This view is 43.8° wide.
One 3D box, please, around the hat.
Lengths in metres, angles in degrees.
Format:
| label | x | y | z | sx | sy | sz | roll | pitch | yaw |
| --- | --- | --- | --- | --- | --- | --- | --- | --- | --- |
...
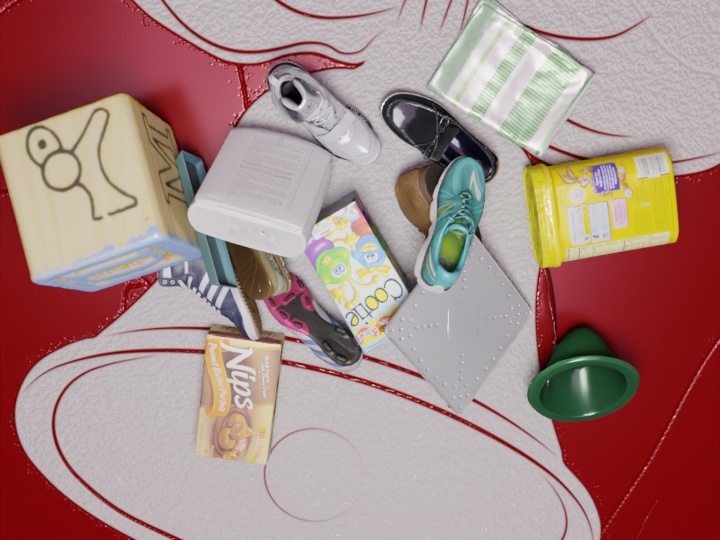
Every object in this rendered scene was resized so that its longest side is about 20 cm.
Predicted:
| label | x | y | z | sx | sy | sz | roll | pitch | yaw |
| --- | --- | --- | --- | --- | --- | --- | --- | --- | --- |
| hat | 0.332 | 0.107 | 1.383 | 0.164 | 0.177 | 0.201 | 4 | 139 | -6 |

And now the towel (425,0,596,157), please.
| label | x | y | z | sx | sy | sz | roll | pitch | yaw |
| --- | --- | --- | --- | --- | --- | --- | --- | --- | --- |
| towel | 0.218 | -0.275 | 1.288 | 0.199 | 0.023 | 0.153 | 31 | 103 | -7 |

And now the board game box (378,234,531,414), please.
| label | x | y | z | sx | sy | sz | roll | pitch | yaw |
| --- | --- | --- | --- | --- | --- | --- | --- | --- | --- |
| board game box | 0.141 | 0.072 | 1.298 | 0.200 | 0.026 | 0.200 | -52 | 121 | -18 |

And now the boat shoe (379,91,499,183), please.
| label | x | y | z | sx | sy | sz | roll | pitch | yaw |
| --- | --- | --- | --- | --- | --- | --- | --- | --- | --- |
| boat shoe | 0.116 | -0.190 | 1.290 | 0.199 | 0.062 | 0.075 | 35 | 103 | -6 |

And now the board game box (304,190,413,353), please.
| label | x | y | z | sx | sy | sz | roll | pitch | yaw |
| --- | --- | --- | --- | --- | --- | --- | --- | --- | --- |
| board game box | 0.000 | 0.000 | 1.315 | 0.103 | 0.105 | 0.201 | -29 | 102 | 7 |

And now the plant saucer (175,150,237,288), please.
| label | x | y | z | sx | sy | sz | roll | pitch | yaw |
| --- | --- | --- | --- | --- | --- | --- | --- | --- | --- |
| plant saucer | -0.220 | -0.069 | 1.276 | 0.019 | 0.070 | 0.201 | -20 | 81 | 13 |

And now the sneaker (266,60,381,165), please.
| label | x | y | z | sx | sy | sz | roll | pitch | yaw |
| --- | --- | --- | --- | --- | --- | --- | --- | --- | --- |
| sneaker | -0.054 | -0.214 | 1.258 | 0.200 | 0.115 | 0.075 | 40 | 101 | -9 |

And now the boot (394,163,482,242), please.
| label | x | y | z | sx | sy | sz | roll | pitch | yaw |
| --- | --- | --- | --- | --- | --- | --- | --- | --- | --- |
| boot | 0.119 | -0.067 | 1.327 | 0.075 | 0.074 | 0.201 | -5 | 123 | 44 |

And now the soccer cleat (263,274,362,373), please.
| label | x | y | z | sx | sy | sz | roll | pitch | yaw |
| --- | --- | --- | --- | --- | --- | --- | --- | --- | --- |
| soccer cleat | -0.079 | 0.083 | 1.356 | 0.200 | 0.086 | 0.070 | 43 | 70 | 12 |

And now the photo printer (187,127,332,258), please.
| label | x | y | z | sx | sy | sz | roll | pitch | yaw |
| --- | --- | --- | --- | --- | --- | --- | --- | --- | --- |
| photo printer | -0.131 | -0.119 | 1.248 | 0.165 | 0.201 | 0.070 | 15 | 135 | 1 |

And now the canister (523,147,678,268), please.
| label | x | y | z | sx | sy | sz | roll | pitch | yaw |
| --- | --- | --- | --- | --- | --- | --- | --- | --- | --- |
| canister | 0.348 | -0.093 | 1.299 | 0.199 | 0.087 | 0.150 | -10 | 103 | 2 |

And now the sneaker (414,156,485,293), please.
| label | x | y | z | sx | sy | sz | roll | pitch | yaw |
| --- | --- | --- | --- | --- | --- | --- | --- | --- | --- |
| sneaker | 0.135 | -0.064 | 1.223 | 0.077 | 0.080 | 0.201 | 18 | 74 | -11 |

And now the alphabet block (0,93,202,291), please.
| label | x | y | z | sx | sy | sz | roll | pitch | yaw |
| --- | --- | --- | --- | --- | --- | --- | --- | --- | --- |
| alphabet block | -0.346 | -0.097 | 1.223 | 0.194 | 0.196 | 0.201 | -17 | 83 | 4 |

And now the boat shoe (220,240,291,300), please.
| label | x | y | z | sx | sy | sz | roll | pitch | yaw |
| --- | --- | --- | --- | --- | --- | --- | --- | --- | --- |
| boat shoe | -0.163 | -0.053 | 1.319 | 0.073 | 0.063 | 0.201 | -26 | 81 | 38 |

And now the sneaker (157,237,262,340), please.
| label | x | y | z | sx | sy | sz | roll | pitch | yaw |
| --- | --- | --- | --- | --- | --- | --- | --- | --- | --- |
| sneaker | -0.230 | 0.029 | 1.338 | 0.108 | 0.070 | 0.201 | -27 | 92 | 3 |

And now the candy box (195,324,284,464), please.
| label | x | y | z | sx | sy | sz | roll | pitch | yaw |
| --- | --- | --- | --- | --- | --- | --- | --- | --- | --- |
| candy box | -0.187 | 0.192 | 1.388 | 0.115 | 0.055 | 0.201 | 8 | 103 | -1 |
